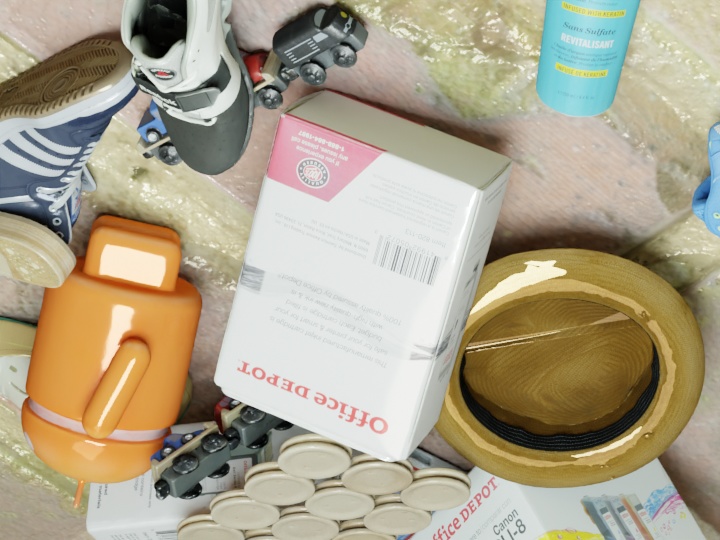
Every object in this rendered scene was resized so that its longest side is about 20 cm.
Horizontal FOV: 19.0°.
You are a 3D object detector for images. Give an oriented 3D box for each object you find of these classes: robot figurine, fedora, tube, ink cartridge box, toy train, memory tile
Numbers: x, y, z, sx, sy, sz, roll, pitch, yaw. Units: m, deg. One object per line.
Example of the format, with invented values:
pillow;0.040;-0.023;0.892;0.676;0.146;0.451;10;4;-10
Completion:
robot figurine;-0.181;0.066;1.549;0.116;0.202;0.143;2;-164;-46
fedora;0.139;0.057;1.505;0.198;0.082;0.202;1;115;1
tube;0.145;-0.186;1.299;0.077;0.051;0.201;5;132;-2
ink cartridge box;0.000;0.003;1.422;0.145;0.083;0.202;21;113;14
ink cartridge box;0.161;0.230;1.587;0.144;0.201;0.146;-12;151;-37
ink cartridge box;-0.089;0.180;1.648;0.198;0.085;0.146;-7;149;15
toy train;-0.079;-0.122;1.424;0.199;0.034;0.046;-26;121;34
toy train;-0.080;0.103;1.549;0.046;0.200;0.034;25;136;36
memory tile;-0.027;0.169;1.523;0.152;0.017;0.200;17;145;-27

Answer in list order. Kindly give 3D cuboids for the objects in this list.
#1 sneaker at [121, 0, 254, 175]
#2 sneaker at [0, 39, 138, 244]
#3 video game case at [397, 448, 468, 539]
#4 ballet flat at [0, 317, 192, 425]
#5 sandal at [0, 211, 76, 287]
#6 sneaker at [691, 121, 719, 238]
sneaker;-0.118;-0.134;1.358;0.073;0.089;0.201;9;129;19
sneaker;-0.198;-0.082;1.468;0.199;0.070;0.109;-18;125;38
video game case;-0.021;0.167;1.716;0.199;0.018;0.143;28;134;-20
ballet flat;-0.229;0.084;1.657;0.198;0.063;0.069;11;140;3
sandal;-0.293;-0.003;1.519;0.211;0.070;0.078;8;144;42
sneaker;0.280;-0.031;1.415;0.104;0.076;0.201;2;130;30
